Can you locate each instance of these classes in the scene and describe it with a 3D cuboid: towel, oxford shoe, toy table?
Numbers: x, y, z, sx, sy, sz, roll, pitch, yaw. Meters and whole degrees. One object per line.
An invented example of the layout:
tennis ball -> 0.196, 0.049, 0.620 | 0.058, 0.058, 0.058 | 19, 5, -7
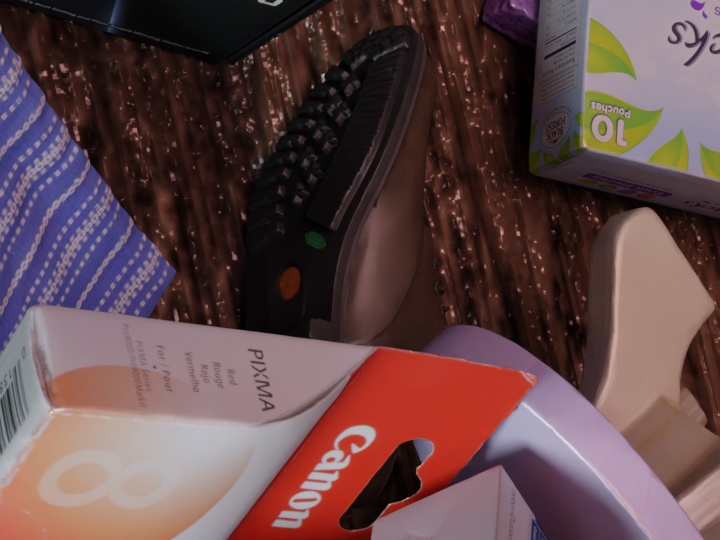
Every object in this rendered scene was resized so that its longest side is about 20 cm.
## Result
towel -> -0.133, 0.008, 0.971 | 0.146, 0.024, 0.200 | -65, 150, -23
oxford shoe -> 0.000, 0.000, 1.095 | 0.084, 0.072, 0.201 | 27, 69, -36
toy table -> 0.119, 0.080, 1.063 | 0.117, 0.183, 0.201 | -40, 113, -27

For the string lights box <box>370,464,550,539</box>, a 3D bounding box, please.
string lights box -> 0.073, 0.182, 0.997 | 0.201, 0.059, 0.103 | 56, 21, -23

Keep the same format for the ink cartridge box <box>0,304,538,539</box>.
ink cartridge box -> -0.053, 0.087, 0.969 | 0.199, 0.162, 0.050 | 10, 48, -27

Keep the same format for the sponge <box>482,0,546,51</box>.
sponge -> 0.154, -0.112, 1.215 | 0.199, 0.030, 0.112 | 30, 66, -19

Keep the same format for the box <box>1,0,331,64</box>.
box -> -0.097, -0.161, 1.018 | 0.199, 0.164, 0.087 | 15, 71, -25

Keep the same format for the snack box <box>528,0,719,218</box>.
snack box -> 0.172, -0.093, 1.173 | 0.199, 0.053, 0.143 | 11, 75, -24
